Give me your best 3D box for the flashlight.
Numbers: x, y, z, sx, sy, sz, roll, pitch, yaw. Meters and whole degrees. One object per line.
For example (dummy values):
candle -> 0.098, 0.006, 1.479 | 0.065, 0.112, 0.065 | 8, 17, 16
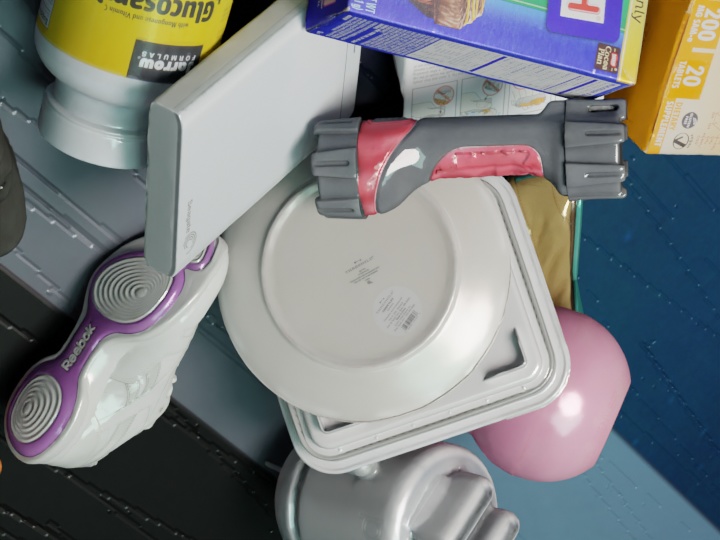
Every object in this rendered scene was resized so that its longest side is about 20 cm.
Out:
flashlight -> 0.071, -0.067, 1.411 | 0.199, 0.068, 0.068 | 0, 142, 9

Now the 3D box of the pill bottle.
pill bottle -> -0.132, -0.168, 1.326 | 0.111, 0.112, 0.201 | 4, 118, -28

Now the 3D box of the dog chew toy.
dog chew toy -> 0.087, 0.067, 1.561 | 0.199, 0.125, 0.125 | 25, 113, 7

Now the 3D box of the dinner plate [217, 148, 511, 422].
dinner plate -> 0.000, 0.000, 1.464 | 0.200, 0.200, 0.024 | -41, 172, 3

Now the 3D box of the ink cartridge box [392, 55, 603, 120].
ink cartridge box -> 0.093, -0.170, 1.487 | 0.162, 0.057, 0.201 | -13, 133, -20

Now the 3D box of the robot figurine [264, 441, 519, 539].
robot figurine -> 0.017, 0.170, 1.577 | 0.113, 0.199, 0.170 | -51, 127, -26

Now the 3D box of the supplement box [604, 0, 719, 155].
supplement box -> 0.285, -0.151, 1.571 | 0.199, 0.074, 0.127 | -1, 121, -27

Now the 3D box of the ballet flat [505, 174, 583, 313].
ballet flat -> 0.135, 0.009, 1.618 | 0.063, 0.069, 0.201 | -1, 122, 7

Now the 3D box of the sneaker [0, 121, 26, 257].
sneaker -> -0.248, -0.080, 1.338 | 0.076, 0.091, 0.201 | -27, 130, -11

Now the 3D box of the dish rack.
dish rack -> 0.028, 0.033, 1.489 | 0.199, 0.173, 0.044 | -19, 173, 6

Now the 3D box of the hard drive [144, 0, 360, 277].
hard drive -> -0.063, -0.100, 1.378 | 0.200, 0.027, 0.132 | -44, 153, -39

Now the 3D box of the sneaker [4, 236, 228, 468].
sneaker -> -0.155, 0.053, 1.497 | 0.200, 0.075, 0.100 | -48, 147, 8

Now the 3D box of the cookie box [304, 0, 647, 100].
cookie box -> 0.081, -0.211, 1.362 | 0.199, 0.075, 0.172 | 11, 83, -22
